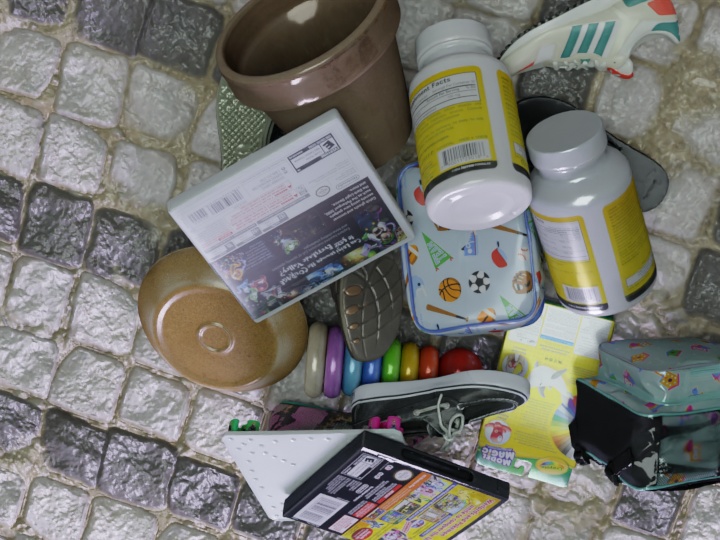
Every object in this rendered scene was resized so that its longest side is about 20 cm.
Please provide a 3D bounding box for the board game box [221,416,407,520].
[{"bbox_3d":[-0.031,0.220,1.668,0.198,0.026,0.201,-2,144,15],"label":"board game box"}]

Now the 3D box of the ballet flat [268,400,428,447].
[{"bbox_3d":[-0.008,0.189,1.706,0.198,0.069,0.072,2,58,9],"label":"ballet flat"}]

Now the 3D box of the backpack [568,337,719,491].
[{"bbox_3d":[0.342,0.150,1.598,0.198,0.176,0.155,6,95,-21],"label":"backpack"}]

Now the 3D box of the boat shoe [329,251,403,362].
[{"bbox_3d":[0.000,0.000,1.659,0.074,0.073,0.202,-1,84,-19],"label":"boat shoe"}]

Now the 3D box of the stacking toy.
[{"bbox_3d":[0.038,0.108,1.690,0.198,0.085,0.086,6,102,-1],"label":"stacking toy"}]

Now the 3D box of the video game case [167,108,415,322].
[{"bbox_3d":[-0.069,-0.052,1.554,0.199,0.023,0.182,-28,129,9],"label":"video game case"}]

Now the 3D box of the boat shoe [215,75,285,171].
[{"bbox_3d":[-0.119,-0.153,1.661,0.074,0.062,0.202,2,87,9],"label":"boat shoe"}]

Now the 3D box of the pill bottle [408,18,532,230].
[{"bbox_3d":[0.109,-0.153,1.555,0.110,0.111,0.202,-11,66,9],"label":"pill bottle"}]

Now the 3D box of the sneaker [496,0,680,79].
[{"bbox_3d":[0.242,-0.234,1.591,0.198,0.070,0.094,-26,91,9],"label":"sneaker"}]

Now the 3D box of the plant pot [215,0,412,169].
[{"bbox_3d":[-0.026,-0.197,1.577,0.199,0.201,0.175,-23,126,11],"label":"plant pot"}]

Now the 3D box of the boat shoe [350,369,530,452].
[{"bbox_3d":[0.086,0.154,1.632,0.197,0.074,0.069,-4,60,5],"label":"boat shoe"}]

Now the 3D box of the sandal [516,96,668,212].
[{"bbox_3d":[0.241,-0.129,1.627,0.198,0.043,0.077,24,104,2],"label":"sandal"}]

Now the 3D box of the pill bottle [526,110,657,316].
[{"bbox_3d":[0.236,-0.060,1.576,0.111,0.112,0.201,-15,122,10],"label":"pill bottle"}]

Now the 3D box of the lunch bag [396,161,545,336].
[{"bbox_3d":[0.114,-0.032,1.630,0.159,0.075,0.202,-8,84,16],"label":"lunch bag"}]

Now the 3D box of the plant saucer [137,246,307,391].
[{"bbox_3d":[-0.158,0.066,1.682,0.198,0.036,0.202,7,127,9],"label":"plant saucer"}]

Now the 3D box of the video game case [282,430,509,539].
[{"bbox_3d":[0.036,0.250,1.654,0.179,0.026,0.200,22,142,-19],"label":"video game case"}]

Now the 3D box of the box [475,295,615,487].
[{"bbox_3d":[0.203,0.133,1.684,0.116,0.048,0.202,15,100,4],"label":"box"}]
